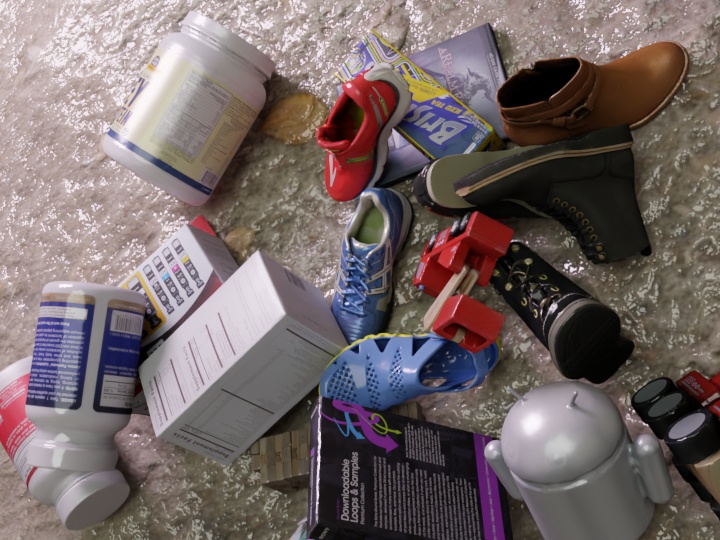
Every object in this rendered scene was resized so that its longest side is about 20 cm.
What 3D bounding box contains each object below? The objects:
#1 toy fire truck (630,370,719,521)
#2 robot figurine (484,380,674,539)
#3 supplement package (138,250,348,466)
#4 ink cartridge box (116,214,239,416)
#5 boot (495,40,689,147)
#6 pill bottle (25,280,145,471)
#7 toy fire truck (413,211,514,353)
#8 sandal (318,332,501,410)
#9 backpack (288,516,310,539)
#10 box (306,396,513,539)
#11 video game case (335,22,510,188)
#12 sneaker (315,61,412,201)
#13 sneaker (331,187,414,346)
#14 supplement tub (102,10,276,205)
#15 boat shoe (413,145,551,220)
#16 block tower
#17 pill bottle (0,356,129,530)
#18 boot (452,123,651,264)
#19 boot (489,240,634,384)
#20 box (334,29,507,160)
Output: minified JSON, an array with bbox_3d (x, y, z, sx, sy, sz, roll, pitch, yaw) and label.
[{"bbox_3d":[0.370,0.126,0.852,0.200,0.176,0.129,-36,94,6],"label":"toy fire truck"},{"bbox_3d":[0.199,0.183,0.894,0.169,0.200,0.113,-10,31,31],"label":"robot figurine"},{"bbox_3d":[-0.130,0.099,1.061,0.200,0.114,0.110,-43,44,13],"label":"supplement package"},{"bbox_3d":[-0.241,0.046,1.174,0.200,0.084,0.176,-41,66,11],"label":"ink cartridge box"},{"bbox_3d":[0.233,-0.192,0.981,0.200,0.155,0.077,-24,69,17],"label":"boot"},{"bbox_3d":[-0.308,0.118,1.077,0.115,0.116,0.201,2,80,24],"label":"pill bottle"},{"bbox_3d":[0.096,0.016,0.971,0.049,0.200,0.141,27,73,-11],"label":"toy fire truck"},{"bbox_3d":[0.053,0.101,0.997,0.200,0.087,0.080,-18,97,0],"label":"sandal"},{"bbox_3d":[0.012,0.301,0.966,0.176,0.153,0.200,35,79,8],"label":"backpack"},{"bbox_3d":[0.047,0.205,0.927,0.143,0.200,0.036,-90,23,-46],"label":"box"},{"bbox_3d":[0.076,-0.186,1.125,0.200,0.019,0.143,-20,71,19],"label":"video game case"},{"bbox_3d":[-0.016,-0.146,1.059,0.085,0.200,0.077,-27,65,-32],"label":"sneaker"},{"bbox_3d":[0.000,0.000,1.084,0.076,0.077,0.200,10,85,23],"label":"sneaker"},{"bbox_3d":[-0.205,-0.196,1.179,0.145,0.145,0.200,31,91,26],"label":"supplement tub"},{"bbox_3d":[0.154,-0.090,1.006,0.201,0.063,0.074,-1,89,-16],"label":"boat shoe"},{"bbox_3d":[-0.019,0.196,1.056,0.200,0.058,0.054,-17,60,21],"label":"block tower"},{"bbox_3d":[-0.367,0.209,1.176,0.112,0.112,0.200,-45,66,8],"label":"pill bottle"},{"bbox_3d":[0.199,-0.057,0.950,0.200,0.077,0.139,-17,94,-18],"label":"boot"},{"bbox_3d":[0.177,0.031,0.934,0.074,0.204,0.154,-48,61,7],"label":"boot"},{"bbox_3d":[0.066,-0.179,1.083,0.070,0.064,0.200,-49,65,7],"label":"box"}]
